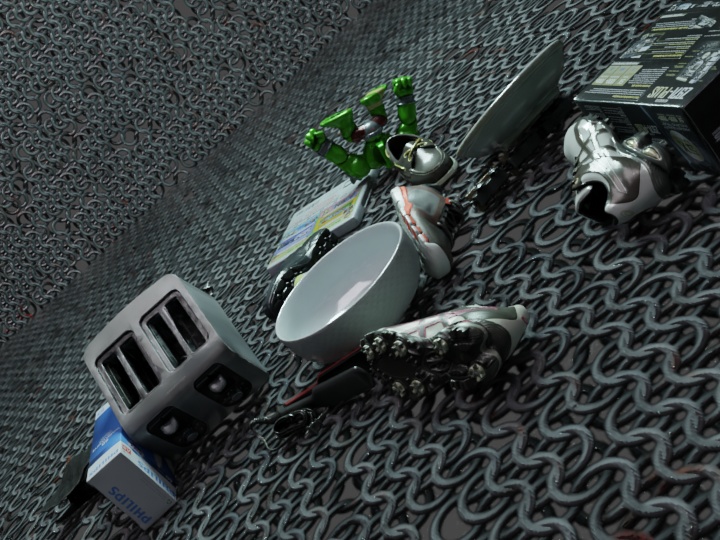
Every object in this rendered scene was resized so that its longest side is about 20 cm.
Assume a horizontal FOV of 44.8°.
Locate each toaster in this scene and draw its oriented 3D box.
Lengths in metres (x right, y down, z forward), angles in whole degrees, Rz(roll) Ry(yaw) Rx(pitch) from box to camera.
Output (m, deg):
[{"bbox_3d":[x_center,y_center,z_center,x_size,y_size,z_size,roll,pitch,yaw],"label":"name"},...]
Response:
[{"bbox_3d":[-0.251,0.121,1.182,0.181,0.119,0.200,-41,59,1],"label":"toaster"}]

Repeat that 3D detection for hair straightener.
[{"bbox_3d":[-0.060,0.154,0.993,0.200,0.041,0.077,-29,24,31],"label":"hair straightener"}]

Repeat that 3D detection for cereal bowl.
[{"bbox_3d":[-0.003,0.037,1.062,0.200,0.083,0.200,-37,21,17],"label":"cereal bowl"}]

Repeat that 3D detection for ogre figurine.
[{"bbox_3d":[0.016,-0.227,1.466,0.200,0.120,0.098,-35,17,-18],"label":"ogre figurine"}]

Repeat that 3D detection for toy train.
[{"bbox_3d":[0.203,-0.149,1.127,0.200,0.034,0.046,-47,8,-15],"label":"toy train"}]

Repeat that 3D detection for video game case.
[{"bbox_3d":[-0.062,-0.088,1.510,0.200,0.022,0.182,-29,24,30],"label":"video game case"}]

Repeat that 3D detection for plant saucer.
[{"bbox_3d":[0.212,-0.213,1.162,0.200,0.050,0.200,-47,-4,-4],"label":"plant saucer"}]

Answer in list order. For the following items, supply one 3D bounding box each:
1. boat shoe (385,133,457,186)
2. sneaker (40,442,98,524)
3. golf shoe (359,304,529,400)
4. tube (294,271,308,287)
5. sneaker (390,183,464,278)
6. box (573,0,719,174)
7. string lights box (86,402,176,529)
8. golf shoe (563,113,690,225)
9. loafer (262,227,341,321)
[{"bbox_3d":[0.087,-0.171,1.344,0.072,0.061,0.201,-43,20,-3],"label":"boat shoe"},{"bbox_3d":[-0.405,0.286,1.334,0.104,0.060,0.200,-28,28,23],"label":"sneaker"},{"bbox_3d":[0.082,0.078,0.872,0.088,0.077,0.200,-32,13,-37],"label":"golf shoe"},{"bbox_3d":[0.000,0.000,1.192,0.200,0.052,0.058,-23,70,30],"label":"tube"},{"bbox_3d":[0.095,-0.065,1.106,0.082,0.077,0.200,-20,33,0],"label":"sneaker"},{"bbox_3d":[0.342,-0.192,0.882,0.164,0.086,0.200,-44,20,-3],"label":"box"},{"bbox_3d":[-0.302,0.246,1.164,0.059,0.103,0.200,-42,21,0],"label":"string lights box"},{"bbox_3d":[0.243,-0.102,0.900,0.094,0.078,0.200,-42,19,2],"label":"golf shoe"},{"bbox_3d":[-0.091,0.013,1.304,0.070,0.068,0.201,-35,15,41],"label":"loafer"}]
